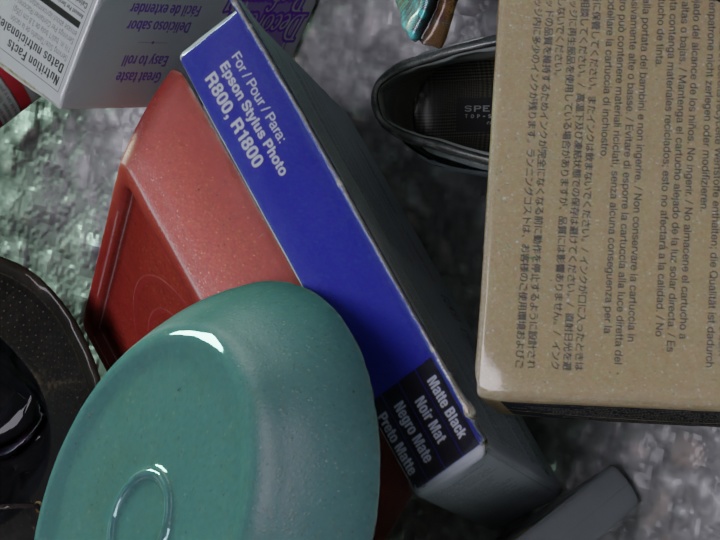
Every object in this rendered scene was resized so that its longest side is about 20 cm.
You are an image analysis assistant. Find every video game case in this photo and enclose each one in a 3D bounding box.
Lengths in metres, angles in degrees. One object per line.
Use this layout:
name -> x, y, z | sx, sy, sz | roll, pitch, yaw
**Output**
video game case -> 0.000, 0.154, 0.968 | 0.182, 0.200, 0.023 | -37, 85, 33

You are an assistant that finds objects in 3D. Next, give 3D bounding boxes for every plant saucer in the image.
plant saucer -> -0.060, 0.048, 1.043 | 0.201, 0.037, 0.200 | 61, 157, 18
plant saucer -> -0.068, 0.096, 0.909 | 0.200, 0.036, 0.201 | -30, 50, 43

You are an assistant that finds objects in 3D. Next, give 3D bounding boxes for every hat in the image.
hat -> -0.178, 0.059, 1.160 | 0.199, 0.081, 0.202 | 11, 119, 21

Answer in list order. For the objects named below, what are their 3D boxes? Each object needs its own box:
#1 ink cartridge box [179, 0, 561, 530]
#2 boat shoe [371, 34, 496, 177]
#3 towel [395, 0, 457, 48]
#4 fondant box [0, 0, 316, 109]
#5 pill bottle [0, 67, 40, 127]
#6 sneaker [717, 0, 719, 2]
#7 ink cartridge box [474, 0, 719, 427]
ink cartridge box -> 0.000, 0.000, 0.963 | 0.040, 0.200, 0.200 | -31, 72, 5
boat shoe -> 0.095, -0.059, 0.958 | 0.199, 0.071, 0.073 | -4, 90, 31
towel -> 0.036, -0.172, 0.943 | 0.022, 0.200, 0.148 | 15, 106, -8
fondant box -> -0.060, -0.167, 1.026 | 0.058, 0.144, 0.201 | 37, 114, 28
pill bottle -> -0.242, -0.075, 1.133 | 0.200, 0.112, 0.112 | -39, 65, -8
sneaker -> 0.112, -0.171, 0.793 | 0.201, 0.077, 0.111 | 61, 154, -8
ink cartridge box -> 0.128, -0.047, 0.876 | 0.163, 0.075, 0.202 | 3, 82, 8
